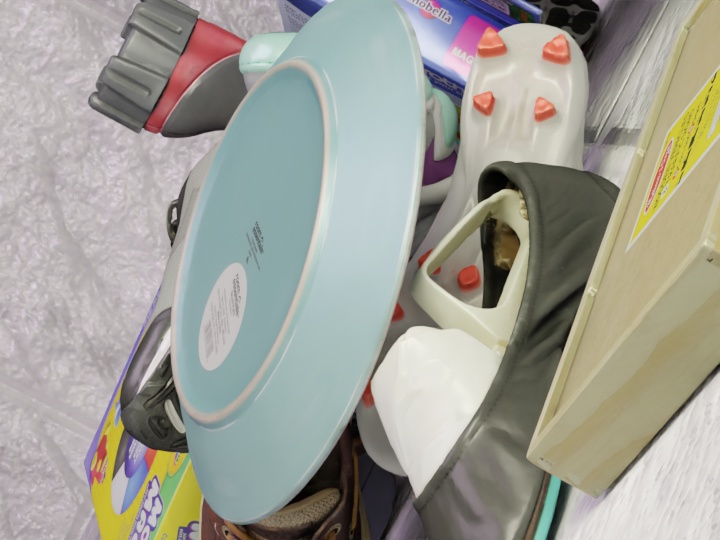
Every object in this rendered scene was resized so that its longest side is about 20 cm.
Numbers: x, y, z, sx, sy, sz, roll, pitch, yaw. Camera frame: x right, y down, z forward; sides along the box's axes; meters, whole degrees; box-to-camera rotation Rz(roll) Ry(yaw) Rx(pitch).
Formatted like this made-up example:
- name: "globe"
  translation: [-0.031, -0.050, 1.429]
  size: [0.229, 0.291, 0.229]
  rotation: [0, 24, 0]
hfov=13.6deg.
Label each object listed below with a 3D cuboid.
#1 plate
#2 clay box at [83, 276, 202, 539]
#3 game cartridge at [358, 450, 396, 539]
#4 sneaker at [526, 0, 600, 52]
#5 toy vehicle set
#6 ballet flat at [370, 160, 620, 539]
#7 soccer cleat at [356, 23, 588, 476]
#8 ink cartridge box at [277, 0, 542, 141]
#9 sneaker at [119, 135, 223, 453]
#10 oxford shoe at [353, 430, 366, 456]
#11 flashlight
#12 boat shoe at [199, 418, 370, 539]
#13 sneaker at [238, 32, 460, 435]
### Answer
- name: "plate"
  translation: [-0.032, -0.008, 1.096]
  size: [0.200, 0.025, 0.201]
  rotation: [-46, 36, 49]
- name: "clay box"
  translation: [-0.081, 0.089, 1.422]
  size: [0.115, 0.047, 0.200]
  rotation: [-66, 17, 15]
- name: "game cartridge"
  translation: [-0.048, 0.180, 1.325]
  size: [0.201, 0.041, 0.133]
  rotation: [-64, 9, -17]
- name: "sneaker"
  translation: [0.072, -0.100, 1.481]
  size: [0.200, 0.077, 0.085]
  rotation: [-87, 5, -79]
- name: "toy vehicle set"
  translation: [0.114, -0.040, 0.939]
  size: [0.124, 0.026, 0.200]
  rotation: [-55, 9, 51]
- name: "ballet flat"
  translation: [0.042, 0.033, 1.031]
  size: [0.068, 0.068, 0.200]
  rotation: [-59, 7, 41]
- name: "soccer cleat"
  translation: [0.052, -0.003, 1.192]
  size: [0.078, 0.069, 0.201]
  rotation: [66, -141, -61]
- name: "ink cartridge box"
  translation: [0.022, -0.097, 1.329]
  size: [0.042, 0.119, 0.200]
  rotation: [-58, -9, -12]
- name: "sneaker"
  translation: [-0.053, -0.002, 1.293]
  size: [0.201, 0.079, 0.074]
  rotation: [-61, -41, -34]
- name: "oxford shoe"
  translation: [-0.042, 0.017, 1.348]
  size: [0.200, 0.071, 0.072]
  rotation: [-121, 33, -54]
- name: "flashlight"
  translation: [-0.031, -0.064, 1.470]
  size: [0.068, 0.199, 0.068]
  rotation: [-59, 6, 21]
- name: "boat shoe"
  translation: [-0.033, 0.085, 1.185]
  size: [0.072, 0.072, 0.201]
  rotation: [-52, -28, -69]
- name: "sneaker"
  translation: [0.000, 0.000, 1.233]
  size: [0.077, 0.200, 0.140]
  rotation: [3, 66, 35]
